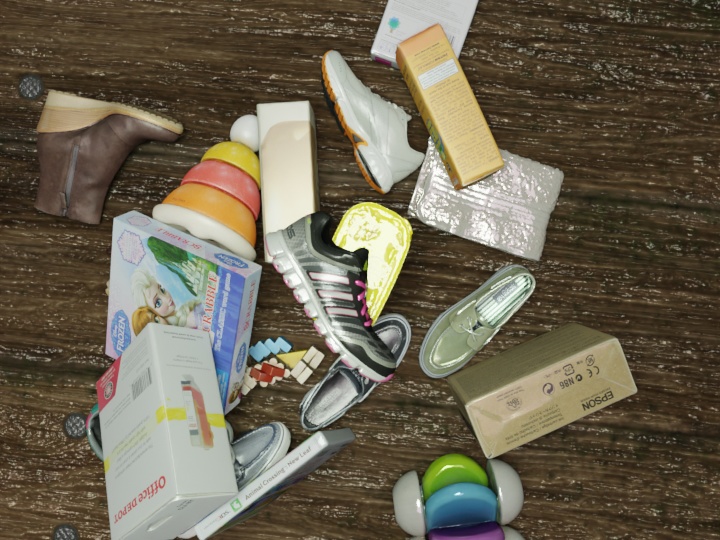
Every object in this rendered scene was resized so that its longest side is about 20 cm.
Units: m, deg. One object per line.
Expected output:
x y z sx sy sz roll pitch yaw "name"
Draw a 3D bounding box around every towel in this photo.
0.172 -0.105 0.918 0.196 0.034 0.135 18 90 1 "towel"

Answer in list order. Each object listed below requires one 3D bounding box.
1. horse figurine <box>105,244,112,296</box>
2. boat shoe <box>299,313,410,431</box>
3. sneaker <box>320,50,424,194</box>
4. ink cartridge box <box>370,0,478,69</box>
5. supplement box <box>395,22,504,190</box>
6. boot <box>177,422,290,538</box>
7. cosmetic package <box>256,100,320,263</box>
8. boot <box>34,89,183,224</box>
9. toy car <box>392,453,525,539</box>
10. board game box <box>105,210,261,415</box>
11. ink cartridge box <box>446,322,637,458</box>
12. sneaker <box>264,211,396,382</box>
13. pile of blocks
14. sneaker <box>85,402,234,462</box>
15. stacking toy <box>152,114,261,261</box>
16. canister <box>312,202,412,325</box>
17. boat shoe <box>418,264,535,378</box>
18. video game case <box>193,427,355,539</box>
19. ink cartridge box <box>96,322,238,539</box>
-0.266 0.009 0.899 0.198 0.050 0.134 34 116 4 "horse figurine"
-0.007 0.139 0.900 0.199 0.068 0.072 -42 89 0 "boat shoe"
0.016 -0.212 0.909 0.091 0.076 0.203 -28 97 -7 "sneaker"
0.101 -0.372 0.919 0.117 0.042 0.204 19 93 0 "ink cartridge box"
0.115 -0.209 0.869 0.068 0.067 0.203 -27 90 1 "supplement box"
-0.187 0.257 0.868 0.199 0.073 0.091 -42 126 -9 "boot"
-0.092 -0.112 0.888 0.070 0.105 0.205 -3 91 1 "cosmetic package"
-0.349 -0.148 0.922 0.196 0.072 0.170 11 101 0 "boot"
0.133 0.345 0.855 0.171 0.150 0.204 -7 89 1 "toy car"
-0.230 0.054 0.841 0.197 0.041 0.203 21 115 17 "board game box"
0.221 0.145 0.848 0.197 0.165 0.076 -24 91 1 "ink cartridge box"
-0.015 0.021 0.698 0.087 0.074 0.201 -37 84 7 "sneaker"
-0.147 0.128 0.906 0.196 0.062 0.084 -14 89 0 "pile of blocks"
-0.272 0.214 0.878 0.196 0.121 0.085 10 90 0 "sneaker"
-0.174 -0.120 0.892 0.144 0.146 0.203 21 74 1 "stacking toy"
0.000 0.000 0.836 0.085 0.200 0.151 25 90 1 "canister"
0.155 0.066 0.901 0.072 0.062 0.200 44 91 1 "boat shoe"
-0.097 0.260 0.836 0.181 0.200 0.022 -37 75 0 "video game case"
-0.226 0.187 0.759 0.145 0.083 0.203 -40 54 31 "ink cartridge box"
